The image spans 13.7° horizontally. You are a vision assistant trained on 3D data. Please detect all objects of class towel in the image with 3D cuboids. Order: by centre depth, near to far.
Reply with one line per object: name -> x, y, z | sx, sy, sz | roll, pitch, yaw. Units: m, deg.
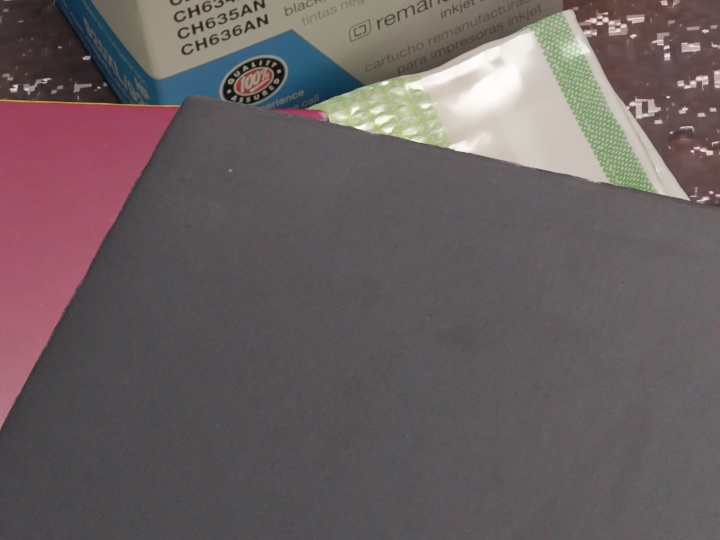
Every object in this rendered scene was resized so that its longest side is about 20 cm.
towel -> 0.000, 0.000, 0.891 | 0.199, 0.031, 0.149 | -19, 45, -9

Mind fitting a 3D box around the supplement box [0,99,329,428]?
supplement box -> -0.062, 0.059, 0.719 | 0.130, 0.200, 0.104 | 4, 55, 12

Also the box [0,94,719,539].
box -> 0.061, 0.069, 0.549 | 0.199, 0.182, 0.104 | 14, 71, 44

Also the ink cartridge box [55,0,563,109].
ink cartridge box -> -0.037, -0.167, 0.940 | 0.147, 0.201, 0.145 | -23, 46, -12
